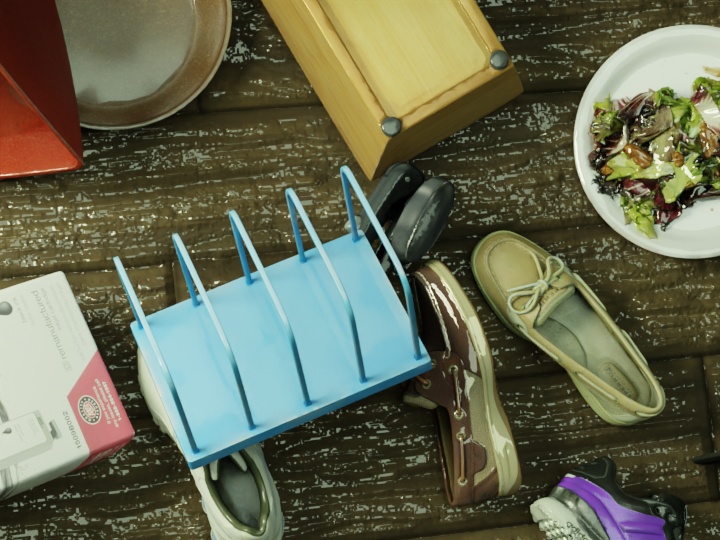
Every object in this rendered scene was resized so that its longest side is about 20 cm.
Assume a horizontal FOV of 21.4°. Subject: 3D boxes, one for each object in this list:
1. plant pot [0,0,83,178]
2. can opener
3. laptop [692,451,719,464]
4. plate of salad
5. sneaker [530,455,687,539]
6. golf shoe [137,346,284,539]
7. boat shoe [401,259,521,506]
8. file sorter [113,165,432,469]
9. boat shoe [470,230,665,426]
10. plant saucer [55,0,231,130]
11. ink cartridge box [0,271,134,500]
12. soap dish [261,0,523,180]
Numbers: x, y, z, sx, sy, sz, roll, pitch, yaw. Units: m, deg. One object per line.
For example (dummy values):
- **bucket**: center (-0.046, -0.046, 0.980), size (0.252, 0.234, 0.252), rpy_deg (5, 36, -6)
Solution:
- **plant pot**: center (-0.329, -0.186, 1.440), size (0.199, 0.200, 0.177), rpy_deg (-5, 67, 12)
- **can opener**: center (0.000, 0.000, 1.550), size (0.063, 0.079, 0.200), rpy_deg (36, 85, -11)
- **laptop**: center (0.386, 0.086, 1.540), size (0.199, 0.187, 0.116), rpy_deg (-4, 80, -11)
- **plate of salad**: center (0.280, -0.110, 1.609), size (0.199, 0.048, 0.201), rpy_deg (0, 86, 4)
- **sneaker**: center (0.239, 0.232, 1.548), size (0.100, 0.070, 0.200), rpy_deg (-43, 90, -17)
- **golf shoe**: center (-0.111, 0.127, 1.489), size (0.078, 0.097, 0.200), rpy_deg (-27, 84, -12)
- **boat shoe**: center (0.068, 0.093, 1.543), size (0.072, 0.072, 0.200), rpy_deg (-16, 90, -14)
- **file sorter**: center (-0.068, 0.029, 1.433), size (0.200, 0.123, 0.139), rpy_deg (-22, 56, -9)
- **boat shoe**: center (0.173, 0.044, 1.571), size (0.073, 0.063, 0.201), rpy_deg (-39, 89, -14)
- **plant saucer**: center (-0.206, -0.208, 1.560), size (0.200, 0.037, 0.201), rpy_deg (2, 79, -9)
- **ink cartridge box**: center (-0.290, 0.102, 1.425), size (0.200, 0.083, 0.147), rpy_deg (-21, 85, -43)
- **soap dish**: center (0.025, -0.199, 1.578), size (0.157, 0.081, 0.200), rpy_deg (-31, 88, -14)
